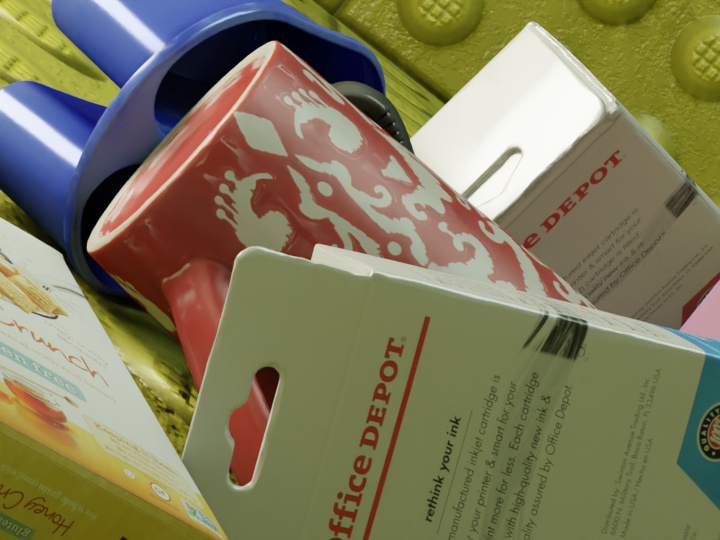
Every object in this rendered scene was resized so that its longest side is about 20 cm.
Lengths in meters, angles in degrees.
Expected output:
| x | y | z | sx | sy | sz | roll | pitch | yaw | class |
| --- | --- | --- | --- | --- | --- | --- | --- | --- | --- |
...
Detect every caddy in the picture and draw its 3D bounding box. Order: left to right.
| x | y | z | sx | sy | sz | roll | pitch | yaw | class |
| --- | --- | --- | --- | --- | --- | --- | --- | --- | --- |
| -0.068 | -0.056 | 1.034 | 0.105 | 0.141 | 0.200 | 39 | 12 | 27 | caddy |

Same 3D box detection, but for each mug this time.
| x | y | z | sx | sy | sz | roll | pitch | yaw | class |
| --- | --- | --- | --- | --- | --- | --- | --- | --- | --- |
| 0.005 | 0.023 | 0.900 | 0.200 | 0.133 | 0.178 | 43 | 11 | -11 | mug |

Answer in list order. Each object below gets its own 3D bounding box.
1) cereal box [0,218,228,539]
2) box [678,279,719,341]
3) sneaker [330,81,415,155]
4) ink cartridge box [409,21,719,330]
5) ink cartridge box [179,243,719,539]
| x | y | z | sx | sy | sz | roll | pitch | yaw | class |
| --- | --- | --- | --- | --- | --- | --- | --- | --- | --- |
| -0.129 | 0.019 | 0.736 | 0.144 | 0.040 | 0.200 | 33 | 10 | -34 | cereal box |
| 0.197 | 0.093 | 1.034 | 0.200 | 0.176 | 0.097 | 0 | 44 | -44 | box |
| 0.003 | 0.000 | 1.037 | 0.104 | 0.060 | 0.200 | -83 | 167 | -64 | sneaker |
| 0.103 | -0.014 | 1.243 | 0.200 | 0.146 | 0.085 | 39 | 9 | -51 | ink cartridge box |
| 0.032 | 0.062 | 0.797 | 0.200 | 0.116 | 0.068 | 14 | 5 | -18 | ink cartridge box |
